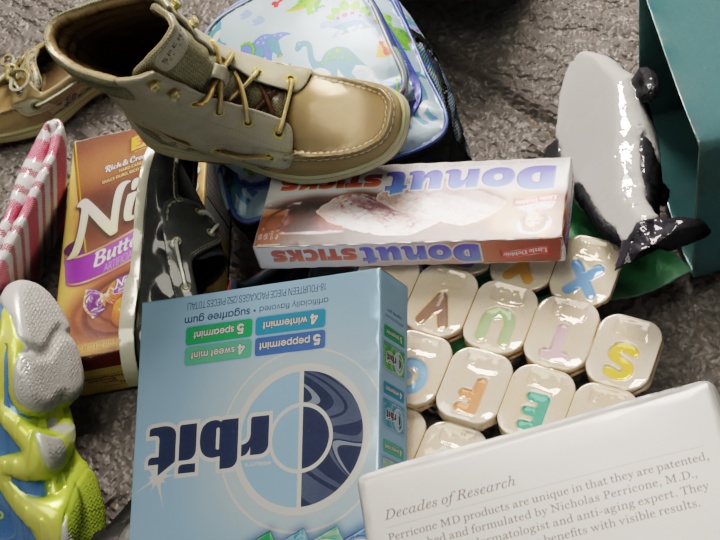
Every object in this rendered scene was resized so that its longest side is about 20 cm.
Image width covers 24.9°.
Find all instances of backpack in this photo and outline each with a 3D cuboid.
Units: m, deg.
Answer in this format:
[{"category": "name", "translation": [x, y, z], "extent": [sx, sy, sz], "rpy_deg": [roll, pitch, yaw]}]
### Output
[{"category": "backpack", "translation": [-0.031, -0.127, 1.173], "extent": [0.182, 0.147, 0.200], "rpy_deg": [-24, 54, 5]}]

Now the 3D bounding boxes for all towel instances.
[{"category": "towel", "translation": [-0.259, 0.001, 1.181], "extent": [0.030, 0.146, 0.201], "rpy_deg": [20, 63, -2]}]

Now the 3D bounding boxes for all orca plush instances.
[{"category": "orca plush", "translation": [0.183, -0.067, 1.047], "extent": [0.105, 0.071, 0.200], "rpy_deg": [-56, 28, 16]}]

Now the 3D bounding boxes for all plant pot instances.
[{"category": "plant pot", "translation": [0.293, -0.108, 1.048], "extent": [0.199, 0.142, 0.142], "rpy_deg": [-11, 54, 1]}]

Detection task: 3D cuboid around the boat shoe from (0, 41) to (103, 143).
[{"category": "boat shoe", "translation": [-0.243, -0.170, 1.336], "extent": [0.199, 0.063, 0.073], "rpy_deg": [-26, 53, 4]}]

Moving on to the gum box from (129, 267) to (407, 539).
[{"category": "gum box", "translation": [-0.056, 0.109, 0.978], "extent": [0.169, 0.045, 0.201], "rpy_deg": [-8, 70, 25]}]

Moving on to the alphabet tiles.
[{"category": "alphabet tiles", "translation": [0.078, 0.051, 0.997], "extent": [0.199, 0.015, 0.196], "rpy_deg": [15, 65, 19]}]

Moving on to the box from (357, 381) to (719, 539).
[{"category": "box", "translation": [0.125, 0.182, 0.878], "extent": [0.199, 0.199, 0.131], "rpy_deg": [-17, 53, 11]}]

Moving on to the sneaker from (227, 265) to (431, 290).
[{"category": "sneaker", "translation": [0.000, 0.000, 1.117], "extent": [0.199, 0.085, 0.075], "rpy_deg": [-27, 53, 2]}]

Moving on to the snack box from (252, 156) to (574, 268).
[{"category": "snack box", "translation": [0.034, -0.036, 1.039], "extent": [0.199, 0.024, 0.072], "rpy_deg": [-2, 47, 15]}]

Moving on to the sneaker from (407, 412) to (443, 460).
[{"category": "sneaker", "translation": [0.003, 0.119, 1.025], "extent": [0.099, 0.078, 0.200], "rpy_deg": [-12, 37, -28]}]

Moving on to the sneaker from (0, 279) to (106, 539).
[{"category": "sneaker", "translation": [-0.243, 0.112, 1.116], "extent": [0.105, 0.076, 0.201], "rpy_deg": [-17, 77, 23]}]

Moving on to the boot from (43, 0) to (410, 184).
[{"category": "boot", "translation": [-0.081, -0.115, 1.012], "extent": [0.199, 0.155, 0.072], "rpy_deg": [7, 75, 21]}]

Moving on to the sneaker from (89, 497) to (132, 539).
[{"category": "sneaker", "translation": [-0.132, 0.178, 1.073], "extent": [0.199, 0.076, 0.088], "rpy_deg": [-25, 38, 0]}]

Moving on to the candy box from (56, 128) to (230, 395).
[{"category": "candy box", "translation": [-0.159, -0.014, 1.207], "extent": [0.116, 0.057, 0.201], "rpy_deg": [-11, 54, 15]}]

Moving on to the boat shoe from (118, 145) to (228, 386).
[{"category": "boat shoe", "translation": [-0.122, -0.013, 1.120], "extent": [0.067, 0.072, 0.201], "rpy_deg": [-3, 61, 8]}]

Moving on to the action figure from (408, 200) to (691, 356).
[{"category": "action figure", "translation": [0.100, 0.013, 1.063], "extent": [0.200, 0.055, 0.118], "rpy_deg": [-26, 48, -19]}]
